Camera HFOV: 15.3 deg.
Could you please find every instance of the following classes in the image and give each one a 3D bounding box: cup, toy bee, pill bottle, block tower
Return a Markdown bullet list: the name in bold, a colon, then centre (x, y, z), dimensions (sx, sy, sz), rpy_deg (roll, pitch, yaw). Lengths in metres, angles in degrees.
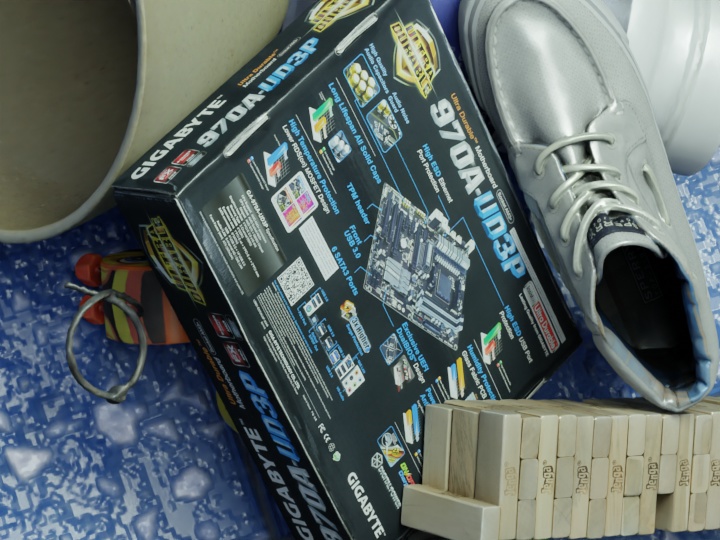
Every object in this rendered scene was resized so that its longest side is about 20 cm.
- **cup**: centre (-0.113, -0.126, 1.155), dimensions (0.143, 0.200, 0.201), rpy_deg (-20, 80, -46)
- **toy bee**: centre (-0.070, 0.001, 1.171), dimensions (0.199, 0.108, 0.132), rpy_deg (16, 85, -42)
- **pill bottle**: centre (0.071, -0.112, 1.222), dimensions (0.199, 0.116, 0.116), rpy_deg (14, 73, -11)
- **block tower**: centre (0.112, 0.085, 1.168), dimensions (0.199, 0.054, 0.058), rpy_deg (-1, 96, -38)

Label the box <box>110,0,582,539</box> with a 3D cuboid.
- **box**: centre (0.000, 0.000, 1.131), dimensions (0.159, 0.046, 0.201), rpy_deg (-45, 123, -30)

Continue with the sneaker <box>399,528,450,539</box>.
- **sneaker**: centre (0.027, 0.163, 1.150), dimensions (0.079, 0.095, 0.201), rpy_deg (20, 71, -5)

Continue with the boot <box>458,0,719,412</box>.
- **boot**: centre (0.105, -0.036, 1.142), dimensions (0.073, 0.096, 0.201), rpy_deg (-27, 113, 7)
